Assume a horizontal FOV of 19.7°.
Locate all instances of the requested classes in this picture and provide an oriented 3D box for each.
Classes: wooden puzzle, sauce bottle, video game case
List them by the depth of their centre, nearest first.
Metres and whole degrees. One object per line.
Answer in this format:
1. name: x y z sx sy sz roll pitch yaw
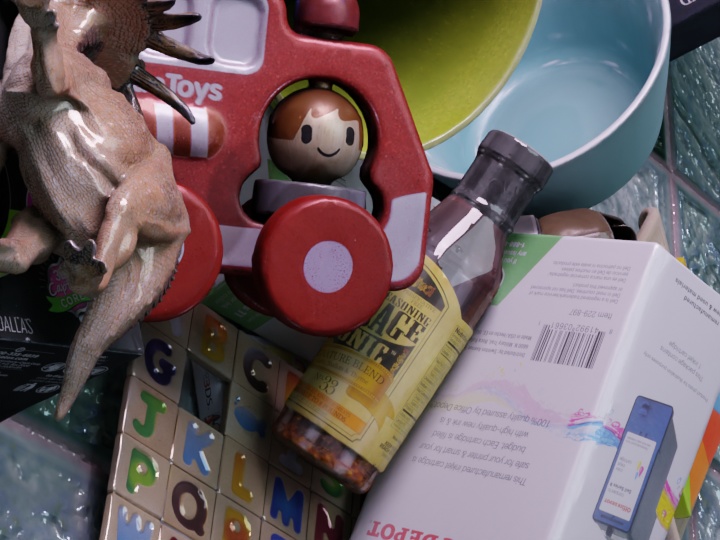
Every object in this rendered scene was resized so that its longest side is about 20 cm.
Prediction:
1. sauce bottle: 0.030 0.018 1.085 0.066 0.066 0.201 37 81 -35
2. video game case: -0.008 0.133 1.145 0.199 0.023 0.183 15 58 -48
3. wooden puzzle: 0.209 0.075 1.400 0.200 0.037 0.186 -58 133 -60

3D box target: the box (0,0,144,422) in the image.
1. box: -0.201 -0.043 0.904 0.148 0.124 0.201 10 61 -51

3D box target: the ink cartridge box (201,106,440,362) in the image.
1. ink cartridge box: 0.000 0.000 1.175 0.199 0.067 0.118 30 38 -35

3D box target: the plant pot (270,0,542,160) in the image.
1. plant pot: -0.030 -0.179 1.146 0.186 0.200 0.189 -15 118 -31

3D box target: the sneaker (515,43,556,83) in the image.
1. sneaker: 0.159 -0.205 1.453 0.201 0.077 0.073 -64 161 -1

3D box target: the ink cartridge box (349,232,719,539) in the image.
1. ink cartridge box: 0.094 0.089 1.087 0.087 0.145 0.201 35 71 -37

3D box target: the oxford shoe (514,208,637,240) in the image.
1. oxford shoe: 0.135 0.000 1.315 0.200 0.084 0.073 39 42 -86

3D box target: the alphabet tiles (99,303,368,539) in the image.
1. alphabet tiles: -0.051 0.114 1.073 0.200 0.008 0.168 37 43 -35

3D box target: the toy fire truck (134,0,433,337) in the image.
1. toy fire truck: -0.060 -0.060 1.002 0.198 0.112 0.169 5 93 -14

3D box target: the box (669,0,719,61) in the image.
1. box: 0.218 -0.267 1.538 0.124 0.199 0.198 -11 78 -53

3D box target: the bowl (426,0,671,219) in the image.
1. bowl: 0.117 -0.112 1.342 0.105 0.199 0.202 55 30 -49

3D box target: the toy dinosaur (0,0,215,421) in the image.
1. toy dinosaur: -0.108 -0.047 0.857 0.135 0.085 0.202 -9 84 -62
